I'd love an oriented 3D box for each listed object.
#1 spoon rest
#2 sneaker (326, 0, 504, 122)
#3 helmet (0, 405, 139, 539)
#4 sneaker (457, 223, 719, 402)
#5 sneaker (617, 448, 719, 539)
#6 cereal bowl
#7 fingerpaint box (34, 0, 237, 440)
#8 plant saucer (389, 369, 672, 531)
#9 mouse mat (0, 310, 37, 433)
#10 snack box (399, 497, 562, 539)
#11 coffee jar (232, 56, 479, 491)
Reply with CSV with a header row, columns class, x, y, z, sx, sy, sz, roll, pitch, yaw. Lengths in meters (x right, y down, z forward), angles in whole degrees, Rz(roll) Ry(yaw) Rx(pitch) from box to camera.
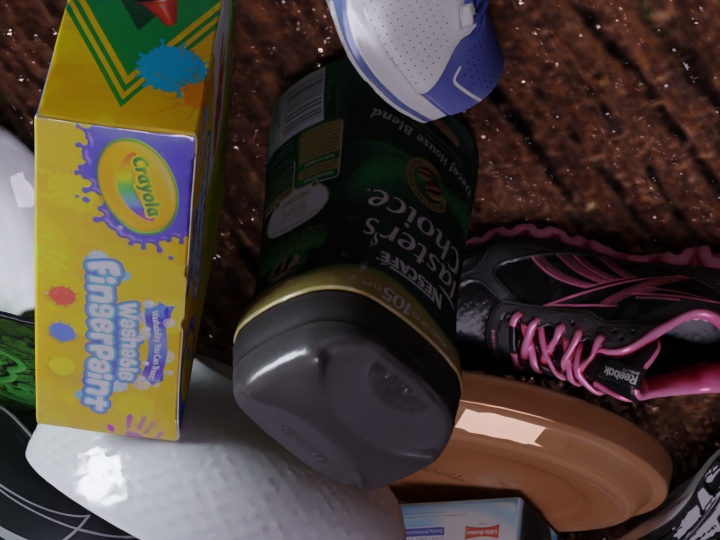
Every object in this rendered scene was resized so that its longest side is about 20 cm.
class,x,y,z,sx,sy,sz,roll,pitch,yaw
spoon rest,-0.170,-0.017,1.229,0.099,0.061,0.200,-8,148,18
sneaker,0.036,-0.156,1.029,0.115,0.081,0.200,-13,131,23
helmet,-0.207,0.182,1.330,0.190,0.200,0.200,33,135,7
sneaker,0.118,0.031,1.194,0.199,0.095,0.079,-1,119,6
sneaker,0.202,0.135,1.321,0.200,0.079,0.074,-37,92,17
cereal bowl,-0.062,0.098,1.200,0.200,0.200,0.084,26,90,-19
fingerpaint box,-0.103,-0.050,1.095,0.073,0.167,0.200,7,137,-1
plant saucer,0.066,0.101,1.273,0.200,0.032,0.200,12,159,5
mouse mat,-0.179,0.060,1.303,0.199,0.008,0.161,15,154,-8
snack box,0.070,0.182,1.362,0.116,0.037,0.200,-6,152,24
coffee jar,0.000,0.000,1.109,0.085,0.200,0.104,-27,127,31
